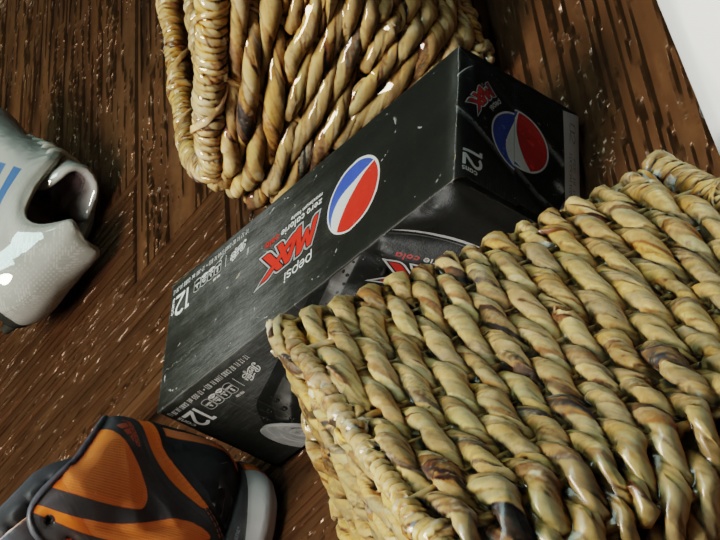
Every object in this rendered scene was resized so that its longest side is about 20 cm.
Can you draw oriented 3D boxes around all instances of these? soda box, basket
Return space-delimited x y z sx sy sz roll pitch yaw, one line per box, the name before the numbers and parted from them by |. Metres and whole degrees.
soda box | 0.000 0.000 0.875 0.200 0.063 0.071 -38 37 41
basket | 0.078 0.074 0.634 0.148 0.144 0.200 -22 20 -9
basket | -0.054 -0.123 0.970 0.143 0.148 0.201 -50 31 24

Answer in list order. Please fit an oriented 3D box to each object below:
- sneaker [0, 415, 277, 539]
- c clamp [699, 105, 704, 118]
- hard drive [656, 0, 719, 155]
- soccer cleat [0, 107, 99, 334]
sneaker | -0.108 0.151 0.877 0.077 0.112 0.201 -31 41 47
c clamp | 0.166 -0.135 0.679 0.199 0.027 0.172 3 109 54
hard drive | 0.128 -0.137 0.673 0.132 0.025 0.201 -24 87 51
soccer cleat | -0.184 -0.044 1.254 0.086 0.070 0.200 -37 36 14
